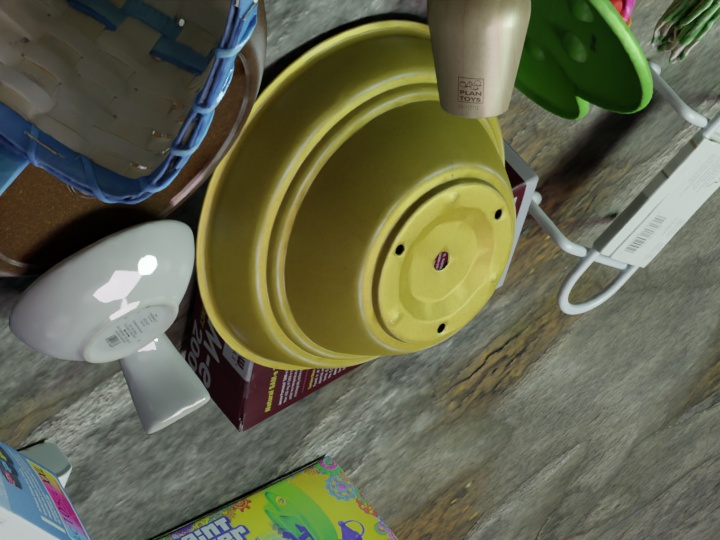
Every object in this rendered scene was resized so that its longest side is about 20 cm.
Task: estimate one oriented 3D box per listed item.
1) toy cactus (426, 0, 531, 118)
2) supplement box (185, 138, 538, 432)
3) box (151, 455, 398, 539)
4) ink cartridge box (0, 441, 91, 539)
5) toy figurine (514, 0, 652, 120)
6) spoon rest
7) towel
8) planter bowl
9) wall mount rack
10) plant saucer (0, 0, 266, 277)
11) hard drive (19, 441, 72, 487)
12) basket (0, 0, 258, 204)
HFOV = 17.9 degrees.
[{"bbox_3d":[0.055,-0.143,0.965,0.199,0.102,0.166,-1,116,-3],"label":"toy cactus"},{"bbox_3d":[0.000,0.000,1.301,0.199,0.061,0.109,-28,153,-28],"label":"supplement box"},{"bbox_3d":[-0.087,0.259,1.562,0.199,0.122,0.193,-23,151,-35],"label":"box"},{"bbox_3d":[-0.238,0.134,1.127,0.136,0.076,0.200,-42,145,4],"label":"ink cartridge box"},{"bbox_3d":[0.140,-0.185,1.116,0.184,0.150,0.200,-47,166,-10],"label":"toy figurine"},{"bbox_3d":[-0.121,0.023,1.147,0.099,0.061,0.200,-29,159,-7],"label":"spoon rest"},{"bbox_3d":[0.220,-0.208,1.183,0.153,0.023,0.200,-60,-178,-28],"label":"towel"},{"bbox_3d":[0.019,-0.020,1.173,0.200,0.083,0.201,-24,130,-31],"label":"planter bowl"},{"bbox_3d":[0.194,-0.062,1.483,0.200,0.075,0.173,-48,153,17],"label":"wall mount rack"},{"bbox_3d":[-0.118,-0.063,1.046,0.200,0.032,0.201,-32,155,-17],"label":"plant saucer"},{"bbox_3d":[-0.246,0.186,1.304,0.132,0.027,0.200,-21,150,-38],"label":"hard drive"},{"bbox_3d":[-0.111,-0.095,0.828,0.177,0.139,0.200,-61,180,40],"label":"basket"}]
